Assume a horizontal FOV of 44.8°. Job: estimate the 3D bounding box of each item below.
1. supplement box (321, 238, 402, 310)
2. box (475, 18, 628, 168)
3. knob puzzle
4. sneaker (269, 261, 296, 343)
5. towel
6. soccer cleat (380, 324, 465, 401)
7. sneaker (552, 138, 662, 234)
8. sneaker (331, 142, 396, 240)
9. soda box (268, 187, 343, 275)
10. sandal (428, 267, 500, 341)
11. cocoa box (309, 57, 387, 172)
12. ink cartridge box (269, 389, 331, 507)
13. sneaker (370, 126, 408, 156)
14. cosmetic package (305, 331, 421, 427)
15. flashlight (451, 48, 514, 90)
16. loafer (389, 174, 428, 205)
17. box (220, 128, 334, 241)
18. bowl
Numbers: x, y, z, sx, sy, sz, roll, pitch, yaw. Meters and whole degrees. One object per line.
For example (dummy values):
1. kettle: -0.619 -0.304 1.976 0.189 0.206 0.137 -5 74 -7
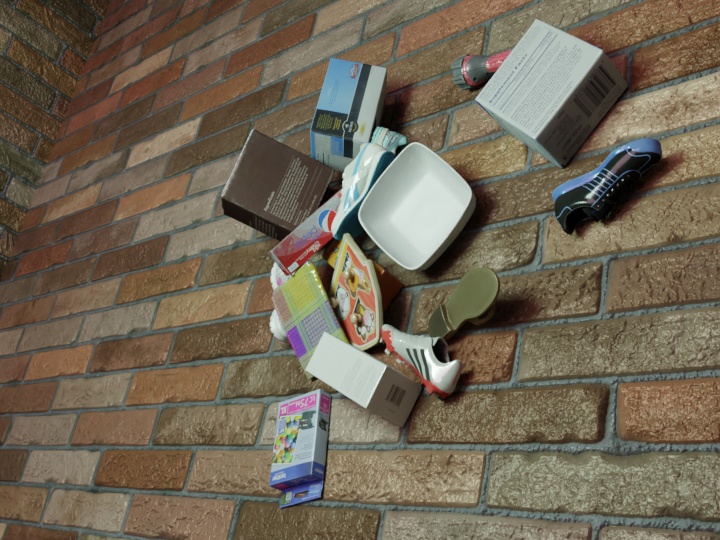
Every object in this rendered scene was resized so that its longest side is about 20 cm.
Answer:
1. supplement box: 0.000 0.000 1.731 0.067 0.068 0.200 -53 36 2
2. box: 0.334 -0.315 1.547 0.185 0.104 0.200 -51 39 9
3. knob puzzle: -0.013 0.063 1.650 0.218 0.030 0.225 19 112 59
4. sneaker: -0.135 0.048 1.843 0.087 0.081 0.204 -22 59 34
5. towel: -0.100 0.096 1.727 0.143 0.023 0.203 -38 71 37
6. soccer cleat: 0.107 0.140 1.518 0.086 0.068 0.200 -56 42 10
7. sneaker: 0.397 -0.129 1.390 0.199 0.069 0.079 -34 48 36
8. sneaker: -0.003 -0.154 1.720 0.080 0.076 0.203 35 99 41
9. soda box: -0.092 -0.078 1.770 0.199 0.064 0.070 -41 6 -10
10. sandal: 0.196 0.058 1.485 0.212 0.068 0.079 -47 49 49
11. cocoa box: -0.025 -0.329 1.878 0.128 0.134 0.204 11 64 5
12. ink cartridge box: -0.115 0.336 1.654 0.118 0.042 0.204 -23 52 37
13. sneaker: 0.050 -0.193 1.797 0.084 0.078 0.205 11 87 9
14. cosmetic package: 0.004 0.192 1.566 0.199 0.107 0.086 20 81 53
15. flashlight: 0.271 -0.407 1.707 0.198 0.068 0.069 -6 59 46
16. loafer: 0.084 -0.144 1.736 0.200 0.071 0.063 -46 46 12
17. box: -0.179 -0.170 1.888 0.166 0.197 0.167 134 161 -79
18. bowl: 0.114 -0.112 1.646 0.201 0.074 0.200 -50 57 9
